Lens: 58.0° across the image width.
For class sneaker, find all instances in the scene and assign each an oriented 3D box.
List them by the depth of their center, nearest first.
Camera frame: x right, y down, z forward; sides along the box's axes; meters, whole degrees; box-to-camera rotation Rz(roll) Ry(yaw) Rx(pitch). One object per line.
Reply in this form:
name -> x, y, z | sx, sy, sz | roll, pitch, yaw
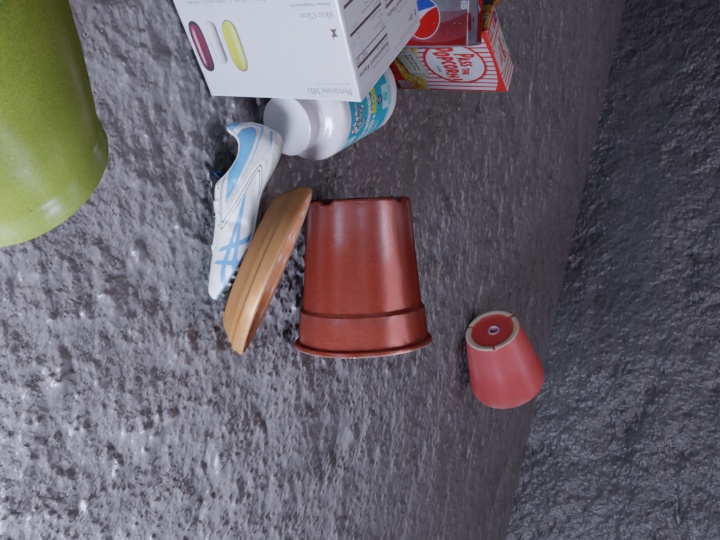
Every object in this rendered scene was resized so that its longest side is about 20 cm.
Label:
sneaker -> -0.144, -0.066, 0.736 | 0.072, 0.070, 0.206 | -88, -166, -80

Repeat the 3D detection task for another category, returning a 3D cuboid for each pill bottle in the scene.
pill bottle -> -0.039, -0.210, 0.828 | 0.200, 0.108, 0.114 | -42, 134, -50

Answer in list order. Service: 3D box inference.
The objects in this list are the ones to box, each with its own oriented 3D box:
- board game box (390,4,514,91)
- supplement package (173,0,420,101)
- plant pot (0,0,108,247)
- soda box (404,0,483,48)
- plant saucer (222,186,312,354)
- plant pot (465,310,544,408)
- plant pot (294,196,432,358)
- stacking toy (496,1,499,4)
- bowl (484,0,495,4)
board game box -> 0.127, -0.343, 1.012 | 0.151, 0.195, 0.048 | 38, 65, -58
supplement package -> -0.061, -0.267, 0.671 | 0.157, 0.195, 0.113 | -57, 143, -35
plant pot -> -0.251, -0.122, 0.389 | 0.195, 0.195, 0.204 | 80, 32, -55
soda box -> 0.068, -0.345, 0.896 | 0.063, 0.195, 0.072 | -31, 126, -54
plant saucer -> -0.110, -0.005, 0.748 | 0.200, 0.037, 0.205 | -156, -91, -87
plant pot -> 0.356, 0.216, 1.656 | 0.202, 0.196, 0.181 | -54, 133, -39
plant pot -> 0.000, 0.000, 0.904 | 0.199, 0.195, 0.202 | -12, 101, -60
stacking toy -> 0.176, -0.471, 1.173 | 0.204, 0.144, 0.146 | -62, 150, -2
bowl -> 0.194, -0.537, 1.026 | 0.107, 0.201, 0.202 | -36, 140, -7
